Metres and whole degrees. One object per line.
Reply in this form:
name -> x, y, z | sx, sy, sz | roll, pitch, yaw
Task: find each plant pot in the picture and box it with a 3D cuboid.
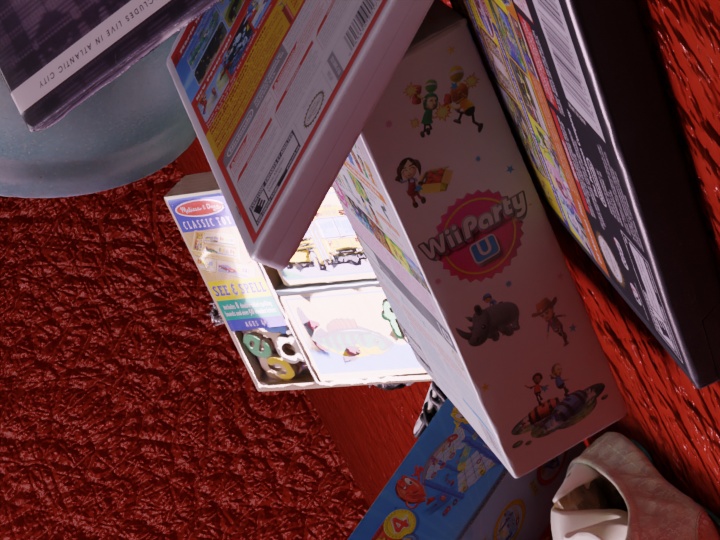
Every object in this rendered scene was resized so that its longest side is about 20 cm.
plant pot -> -0.163, -0.148, 1.203 | 0.201, 0.200, 0.135 | 58, 146, 42

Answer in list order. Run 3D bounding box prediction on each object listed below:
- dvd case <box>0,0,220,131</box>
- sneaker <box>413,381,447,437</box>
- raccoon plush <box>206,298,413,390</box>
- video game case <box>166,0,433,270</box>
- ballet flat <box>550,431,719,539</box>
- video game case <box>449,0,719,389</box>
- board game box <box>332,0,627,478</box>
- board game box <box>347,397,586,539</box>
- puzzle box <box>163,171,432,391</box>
dvd case -> -0.134, -0.184, 1.085 | 0.016, 0.148, 0.201 | -12, -108, -60
sneaker -> 0.069, 0.077, 1.428 | 0.200, 0.080, 0.074 | 73, 170, -52
raccoon plush -> -0.011, -0.023, 1.397 | 0.097, 0.134, 0.200 | -63, -11, -45
video game case -> -0.026, -0.105, 1.027 | 0.017, 0.143, 0.200 | 21, -160, -24
ballet flat -> 0.122, 0.120, 1.196 | 0.200, 0.062, 0.068 | -153, 55, -78
video game case -> 0.074, -0.078, 0.943 | 0.181, 0.025, 0.200 | 56, 171, 52
board game box -> 0.033, -0.029, 1.095 | 0.200, 0.064, 0.148 | 64, 173, -26
board game box -> 0.057, 0.181, 1.319 | 0.056, 0.196, 0.200 | 23, 156, 33
puzzle box -> 0.000, 0.000, 1.330 | 0.199, 0.025, 0.133 | -6, 118, 38
